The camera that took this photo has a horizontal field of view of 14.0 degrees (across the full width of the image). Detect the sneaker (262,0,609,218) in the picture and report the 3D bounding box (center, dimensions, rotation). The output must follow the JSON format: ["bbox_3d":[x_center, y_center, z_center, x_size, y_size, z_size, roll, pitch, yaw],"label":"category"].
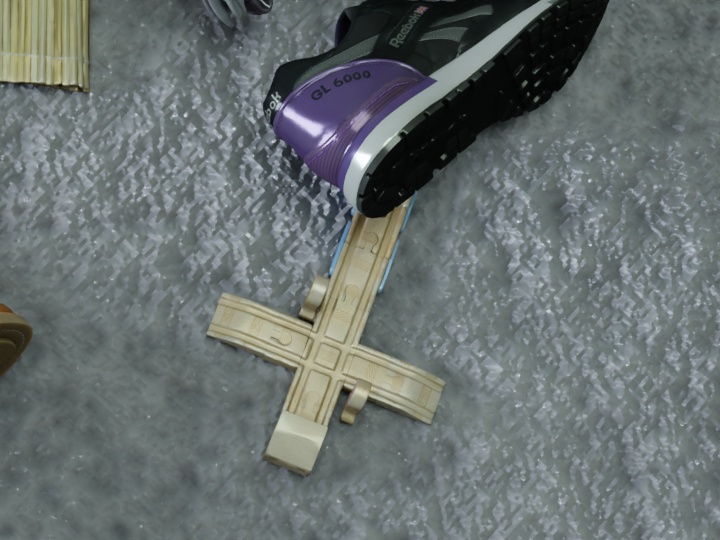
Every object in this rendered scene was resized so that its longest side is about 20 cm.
[{"bbox_3d":[0.037,-0.111,1.408,0.088,0.076,0.200,39,50,21],"label":"sneaker"}]

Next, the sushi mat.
[{"bbox_3d":[-0.178,-0.183,1.432,0.095,0.012,0.201,2,71,-10],"label":"sushi mat"}]

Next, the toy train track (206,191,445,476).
[{"bbox_3d":[0.000,0.000,1.394,0.114,0.033,0.200,21,68,-3],"label":"toy train track"}]

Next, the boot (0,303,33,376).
[{"bbox_3d":[-0.259,-0.001,1.324,0.200,0.074,0.155,-7,52,-36],"label":"boot"}]

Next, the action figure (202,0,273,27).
[{"bbox_3d":[-0.040,-0.180,1.417,0.199,0.069,0.131,-3,65,5],"label":"action figure"}]
